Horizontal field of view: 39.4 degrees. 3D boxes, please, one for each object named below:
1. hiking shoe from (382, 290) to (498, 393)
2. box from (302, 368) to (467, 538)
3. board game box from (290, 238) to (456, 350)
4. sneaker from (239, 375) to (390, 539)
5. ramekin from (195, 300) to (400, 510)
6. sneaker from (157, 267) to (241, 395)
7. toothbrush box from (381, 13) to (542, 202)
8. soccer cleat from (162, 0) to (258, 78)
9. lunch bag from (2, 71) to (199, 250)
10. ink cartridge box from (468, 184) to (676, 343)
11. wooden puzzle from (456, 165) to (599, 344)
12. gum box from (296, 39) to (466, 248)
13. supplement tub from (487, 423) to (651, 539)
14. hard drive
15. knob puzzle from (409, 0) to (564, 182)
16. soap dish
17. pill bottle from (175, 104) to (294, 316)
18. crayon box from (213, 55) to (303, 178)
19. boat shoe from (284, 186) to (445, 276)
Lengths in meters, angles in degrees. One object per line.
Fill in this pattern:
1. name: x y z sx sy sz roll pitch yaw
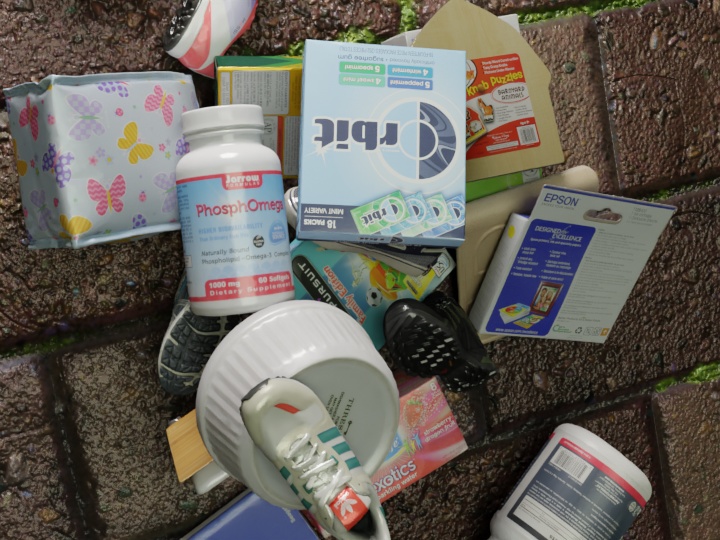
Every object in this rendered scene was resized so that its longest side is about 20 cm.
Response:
1. hiking shoe: 0.077 0.066 1.119 0.075 0.101 0.200 -32 143 16
2. box: 0.009 0.204 1.169 0.199 0.095 0.103 -28 102 -14
3. board game box: 0.000 0.000 1.146 0.200 0.047 0.151 -46 107 -28
4. sneaker: -0.030 0.177 0.892 0.070 0.093 0.201 -38 123 -11
5. ramekin: -0.052 0.138 0.978 0.201 0.094 0.204 -10 113 -25
6. sneaker: -0.169 0.040 1.099 0.077 0.086 0.202 27 77 -25
7. toothbrush box: 0.119 -0.184 1.180 0.144 0.086 0.202 -12 97 -17
8. soccer cleat: -0.137 -0.306 1.099 0.073 0.068 0.201 34 84 -33
9. lunch bag: -0.248 -0.114 1.041 0.199 0.126 0.171 -15 100 -43
10. ink cartridge box: 0.247 -0.009 1.189 0.196 0.047 0.201 7 118 -27
11. wooden puzzle: 0.195 -0.020 1.214 0.184 0.046 0.201 -19 128 -13
12. gum box: 0.022 -0.128 1.027 0.168 0.045 0.202 3 80 -6
13. supplement tub: 0.248 0.304 1.234 0.140 0.140 0.201 40 82 -17
14. hard drive: -0.146 0.344 1.159 0.199 0.025 0.132 -36 104 -9
15. knob puzzle: 0.124 -0.200 1.116 0.218 0.030 0.222 3 82 -22
16. soap dish: -0.122 0.155 1.096 0.199 0.157 0.082 -34 87 -13
17. pill bottle: -0.128 -0.060 1.011 0.108 0.109 0.202 -7 93 -18
18. crayon box: -0.060 -0.168 1.107 0.198 0.052 0.127 -2 117 -11
19. boat shoe: 0.019 -0.064 1.073 0.199 0.075 0.093 18 133 -33
